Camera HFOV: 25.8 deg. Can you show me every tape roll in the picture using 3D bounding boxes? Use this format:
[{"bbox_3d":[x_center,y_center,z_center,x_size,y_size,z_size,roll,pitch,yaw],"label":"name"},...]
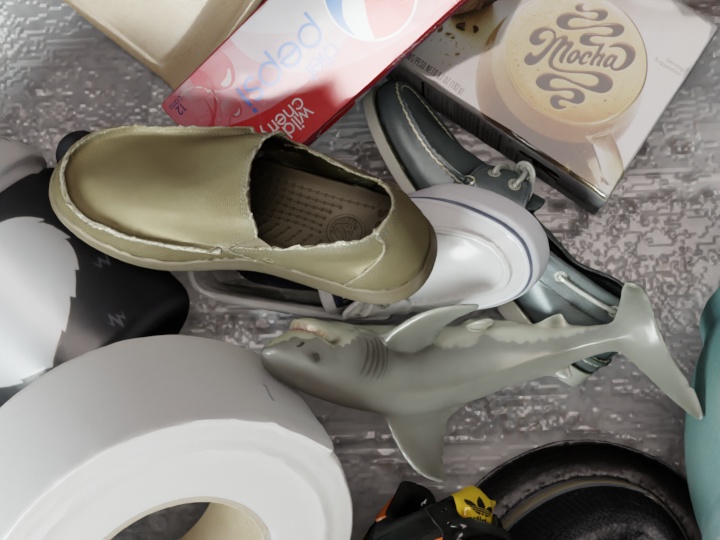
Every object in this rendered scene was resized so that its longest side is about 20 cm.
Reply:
[{"bbox_3d":[-0.105,0.132,0.792,0.202,0.203,0.071,-36,43,-3],"label":"tape roll"}]

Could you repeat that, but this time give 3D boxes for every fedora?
[{"bbox_3d":[0.118,0.189,0.829,0.199,0.092,0.202,0,83,2],"label":"fedora"}]

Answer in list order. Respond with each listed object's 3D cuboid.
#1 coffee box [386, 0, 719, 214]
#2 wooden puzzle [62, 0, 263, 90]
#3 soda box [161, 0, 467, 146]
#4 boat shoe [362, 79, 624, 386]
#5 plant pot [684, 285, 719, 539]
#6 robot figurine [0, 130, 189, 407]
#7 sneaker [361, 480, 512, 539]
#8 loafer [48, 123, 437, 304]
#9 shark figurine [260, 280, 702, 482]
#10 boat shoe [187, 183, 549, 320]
[{"bbox_3d":[0.080,-0.135,0.874,0.200,0.080,0.113,34,89,5],"label":"coffee box"},{"bbox_3d":[-0.121,-0.224,0.872,0.200,0.037,0.185,40,118,0],"label":"wooden puzzle"},{"bbox_3d":[-0.008,-0.127,0.805,0.200,0.063,0.070,-40,94,28],"label":"soda box"},{"bbox_3d":[0.080,-0.032,0.860,0.062,0.073,0.200,-38,91,24],"label":"boat shoe"},{"bbox_3d":[0.251,0.063,0.806,0.199,0.201,0.135,-16,56,0],"label":"plant pot"},{"bbox_3d":[-0.173,0.018,0.841,0.200,0.125,0.150,43,61,5],"label":"robot figurine"},{"bbox_3d":[0.049,0.151,0.772,0.070,0.200,0.090,22,82,-22],"label":"sneaker"},{"bbox_3d":[-0.059,-0.038,0.774,0.199,0.068,0.076,9,63,7],"label":"loafer"},{"bbox_3d":[0.058,0.063,0.817,0.213,0.128,0.090,-3,81,-2],"label":"shark figurine"},{"bbox_3d":[0.000,0.000,0.831,0.199,0.065,0.074,-3,116,32],"label":"boat shoe"}]
